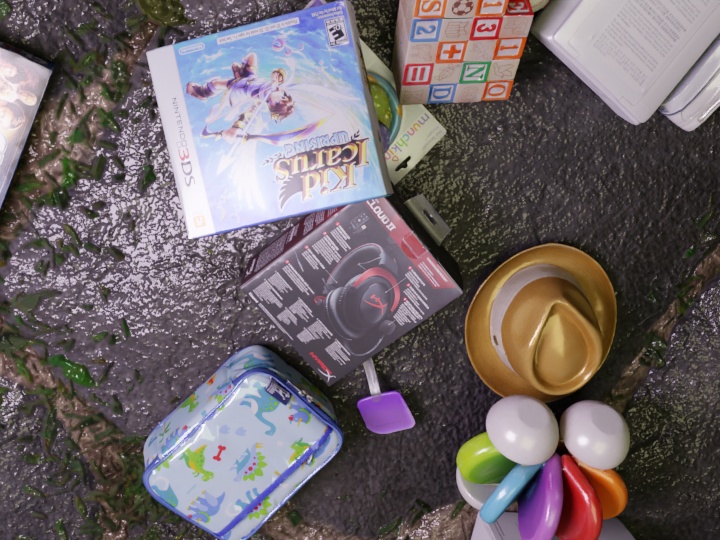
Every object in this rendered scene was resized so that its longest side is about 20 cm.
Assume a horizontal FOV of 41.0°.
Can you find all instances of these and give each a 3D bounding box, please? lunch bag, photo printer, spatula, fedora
[{"bbox_3d":[-0.127,0.195,1.066,0.200,0.083,0.161,-42,116,7],"label":"lunch bag"},{"bbox_3d":[0.290,-0.273,0.972,0.166,0.070,0.200,33,101,-28],"label":"photo printer"},{"bbox_3d":[0.007,0.104,1.088,0.056,0.021,0.201,-16,110,12],"label":"spatula"},{"bbox_3d":[0.215,0.074,1.087,0.199,0.082,0.202,-4,111,-11],"label":"fedora"}]

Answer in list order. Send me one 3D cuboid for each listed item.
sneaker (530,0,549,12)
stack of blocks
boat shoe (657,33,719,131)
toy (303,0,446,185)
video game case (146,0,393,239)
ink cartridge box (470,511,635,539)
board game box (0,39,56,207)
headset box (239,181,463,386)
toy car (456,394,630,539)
[{"bbox_3d":[0.110,-0.311,0.914,0.199,0.088,0.082,31,102,-22],"label":"sneaker"},{"bbox_3d":[0.098,-0.245,0.894,0.114,0.059,0.201,-4,148,-7],"label":"stack of blocks"},{"bbox_3d":[0.398,-0.234,1.016,0.066,0.072,0.200,35,101,-26],"label":"boat shoe"},{"bbox_3d":[-0.012,-0.161,0.969,0.115,0.047,0.200,-44,112,8],"label":"toy"},{"bbox_3d":[-0.085,-0.138,0.907,0.198,0.045,0.183,-12,94,10],"label":"video game case"},{"bbox_3d":[0.234,0.388,1.212,0.198,0.086,0.149,6,109,-15],"label":"ink cartridge box"},{"bbox_3d":[-0.388,-0.129,0.910,0.135,0.035,0.201,21,105,-19],"label":"board game box"},{"bbox_3d":[0.000,0.000,0.993,0.199,0.075,0.149,-36,108,16],"label":"headset box"},{"bbox_3d":[0.209,0.241,1.092,0.198,0.151,0.176,6,139,-14],"label":"toy car"}]
